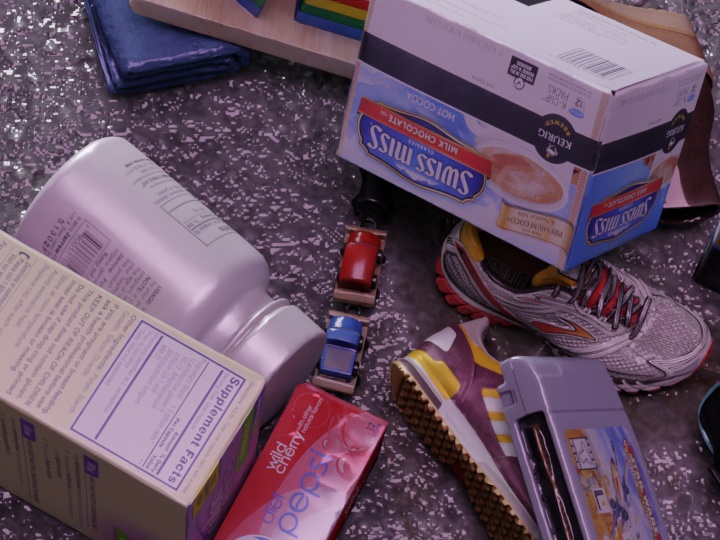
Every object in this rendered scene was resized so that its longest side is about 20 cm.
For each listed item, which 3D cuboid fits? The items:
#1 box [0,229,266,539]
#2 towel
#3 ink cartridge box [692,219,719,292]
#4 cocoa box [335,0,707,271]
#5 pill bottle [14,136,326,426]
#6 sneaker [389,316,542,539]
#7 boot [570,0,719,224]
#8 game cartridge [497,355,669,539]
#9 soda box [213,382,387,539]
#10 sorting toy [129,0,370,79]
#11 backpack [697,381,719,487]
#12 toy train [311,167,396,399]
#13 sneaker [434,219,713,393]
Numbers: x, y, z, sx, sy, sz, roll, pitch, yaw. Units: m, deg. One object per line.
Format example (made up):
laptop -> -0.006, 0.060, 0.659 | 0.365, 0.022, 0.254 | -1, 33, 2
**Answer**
box -> -0.170, 0.091, 1.397 | 0.199, 0.176, 0.097 | 29, 66, 8
towel -> -0.152, -0.225, 1.620 | 0.111, 0.049, 0.201 | -11, 65, -14
ink cartridge box -> 0.338, -0.003, 1.484 | 0.199, 0.198, 0.047 | 26, 68, 7
cocoa box -> 0.106, -0.109, 1.495 | 0.199, 0.132, 0.133 | 28, 29, 28
pill bottle -> -0.124, 0.013, 1.473 | 0.200, 0.115, 0.114 | 40, 67, 13
sneaker -> 0.107, 0.119, 1.472 | 0.090, 0.075, 0.200 | -31, 74, -18
boot -> 0.161, -0.117, 1.588 | 0.198, 0.072, 0.167 | 3, 62, -9
game cartridge -> 0.153, 0.151, 1.429 | 0.041, 0.133, 0.201 | -24, 77, 30
soda box -> -0.056, 0.176, 1.433 | 0.070, 0.064, 0.201 | 25, 65, 6
sorting toy -> -0.050, -0.257, 1.599 | 0.198, 0.070, 0.201 | 15, 58, -13
backpack -> 0.340, 0.109, 1.432 | 0.152, 0.200, 0.177 | -7, 63, -27
toy train -> 0.000, 0.000, 1.531 | 0.034, 0.046, 0.201 | 12, 64, 0
sneaker -> 0.147, 0.021, 1.517 | 0.199, 0.082, 0.078 | 21, 64, 3
